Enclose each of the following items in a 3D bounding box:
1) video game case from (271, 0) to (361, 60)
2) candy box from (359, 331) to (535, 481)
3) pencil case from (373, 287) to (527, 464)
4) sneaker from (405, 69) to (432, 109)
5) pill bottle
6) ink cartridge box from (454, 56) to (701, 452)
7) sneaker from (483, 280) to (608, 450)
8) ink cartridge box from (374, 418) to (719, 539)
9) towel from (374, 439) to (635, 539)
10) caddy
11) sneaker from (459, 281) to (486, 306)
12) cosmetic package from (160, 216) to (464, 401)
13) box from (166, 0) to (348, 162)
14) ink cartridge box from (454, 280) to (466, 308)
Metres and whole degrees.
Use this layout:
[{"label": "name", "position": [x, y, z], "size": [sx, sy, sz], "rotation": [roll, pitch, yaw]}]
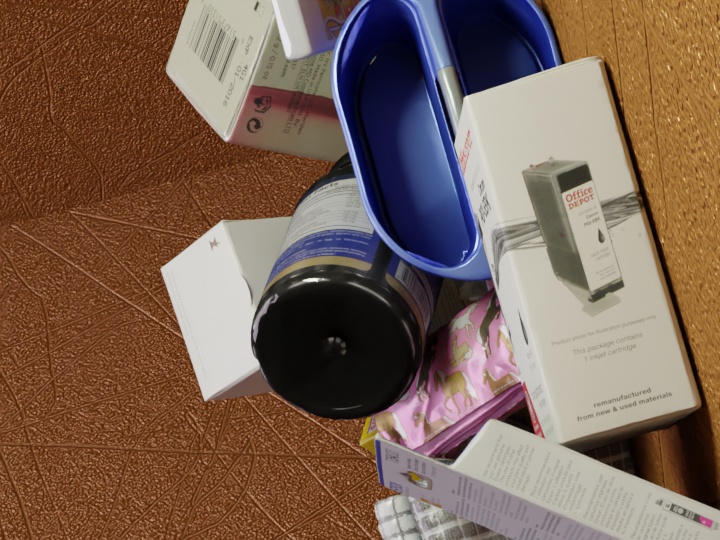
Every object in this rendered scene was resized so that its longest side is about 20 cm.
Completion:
[{"label": "video game case", "position": [-0.018, -0.240, 1.648], "size": [0.200, 0.023, 0.183], "rotation": [-27, -76, -61]}, {"label": "candy box", "position": [0.091, 0.126, 1.761], "size": [0.200, 0.026, 0.103], "rotation": [35, -132, -23]}, {"label": "pencil case", "position": [0.087, 0.061, 1.629], "size": [0.200, 0.083, 0.087], "rotation": [-41, 71, 50]}, {"label": "sneaker", "position": [0.077, -0.105, 1.725], "size": [0.200, 0.075, 0.077], "rotation": [45, -146, -61]}, {"label": "pill bottle", "position": [0.000, 0.000, 1.678], "size": [0.200, 0.111, 0.112], "rotation": [-71, -29, -57]}, {"label": "ink cartridge box", "position": [0.118, -0.003, 1.433], "size": [0.147, 0.082, 0.201], "rotation": [89, 166, -82]}, {"label": "sneaker", "position": [0.124, 0.021, 1.685], "size": [0.082, 0.070, 0.201], "rotation": [97, 154, -59]}, {"label": "ink cartridge box", "position": [0.107, 0.130, 1.434], "size": [0.196, 0.199, 0.043], "rotation": [86, -152, -78]}, {"label": "towel", "position": [0.119, 0.199, 1.667], "size": [0.085, 0.199, 0.166], "rotation": [-32, 75, 46]}, {"label": "caddy", "position": [0.061, -0.088, 1.567], "size": [0.105, 0.141, 0.201], "rotation": [68, -174, -79]}, {"label": "sneaker", "position": [0.108, 0.010, 1.816], "size": [0.200, 0.080, 0.077], "rotation": [-107, 1, -64]}, {"label": "cosmetic package", "position": [-0.029, 0.021, 1.796], "size": [0.085, 0.199, 0.108], "rotation": [-34, 69, 44]}, {"label": "box", "position": [-0.018, -0.149, 1.830], "size": [0.128, 0.199, 0.109], "rotation": [49, 123, 52]}, {"label": "ink cartridge box", "position": [0.101, 0.078, 1.938], "size": [0.160, 0.047, 0.200], "rotation": [53, 177, 30]}]
